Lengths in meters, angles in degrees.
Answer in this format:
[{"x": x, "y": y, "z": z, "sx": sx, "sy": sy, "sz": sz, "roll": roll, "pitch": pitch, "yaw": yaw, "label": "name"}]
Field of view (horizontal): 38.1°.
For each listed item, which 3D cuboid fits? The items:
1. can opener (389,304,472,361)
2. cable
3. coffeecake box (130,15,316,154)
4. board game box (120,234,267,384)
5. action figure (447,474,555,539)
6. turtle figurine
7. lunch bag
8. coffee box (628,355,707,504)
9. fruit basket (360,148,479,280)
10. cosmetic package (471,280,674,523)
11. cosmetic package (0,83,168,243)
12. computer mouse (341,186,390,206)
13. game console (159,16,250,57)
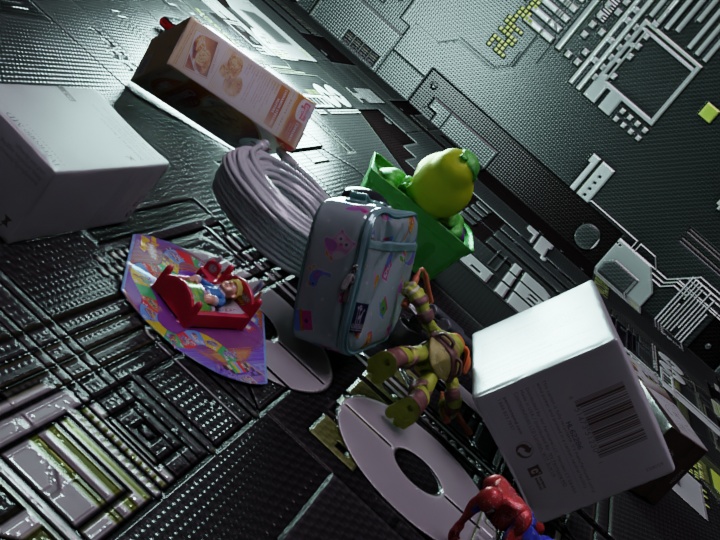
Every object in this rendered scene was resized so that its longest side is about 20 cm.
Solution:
[{"x": 0.088, "y": 0.075, "z": 1.320, "sx": 0.053, "sy": 0.066, "sz": 0.200, "roll": 51, "pitch": 11, "yaw": 30, "label": "can opener"}, {"x": -0.092, "y": -0.070, "z": 1.264, "sx": 0.200, "sy": 0.069, "sz": 0.200, "roll": 44, "pitch": 17, "yaw": 8, "label": "cable"}, {"x": -0.180, "y": -0.233, "z": 1.367, "sx": 0.199, "sy": 0.074, "sz": 0.153, "roll": 32, "pitch": -14, "yaw": -26, "label": "coffeecake box"}, {"x": -0.141, "y": 0.019, "z": 0.968, "sx": 0.157, "sy": 0.039, "sz": 0.201, "roll": 35, "pitch": 17, "yaw": -20, "label": "board game box"}, {"x": 0.123, "y": 0.248, "z": 0.944, "sx": 0.065, "sy": 0.099, "sz": 0.200, "roll": 47, "pitch": -5, "yaw": 36, "label": "action figure"}, {"x": 0.078, "y": 0.107, "z": 1.120, "sx": 0.161, "sy": 0.064, "sz": 0.203, "roll": -30, "pitch": 108, "yaw": -55, "label": "turtle figurine"}, {"x": 0.000, "y": 0.000, "z": 1.102, "sx": 0.076, "sy": 0.163, "sz": 0.200, "roll": 18, "pitch": 7, "yaw": 15, "label": "lunch bag"}, {"x": 0.405, "y": 0.227, "z": 1.526, "sx": 0.079, "sy": 0.113, "sz": 0.201, "roll": 32, "pitch": 17, "yaw": -23, "label": "coffee box"}, {"x": 0.102, "y": -0.113, "z": 1.580, "sx": 0.215, "sy": 0.216, "sz": 0.156, "roll": 37, "pitch": 16, "yaw": -8, "label": "fruit basket"}, {"x": 0.231, "y": 0.143, "z": 1.171, "sx": 0.169, "sy": 0.165, "sz": 0.200, "roll": 62, "pitch": 12, "yaw": -12, "label": "cosmetic package"}, {"x": -0.269, "y": -0.098, "z": 0.915, "sx": 0.113, "sy": 0.081, "sz": 0.200, "roll": 43, "pitch": 15, "yaw": 5, "label": "cosmetic package"}, {"x": 0.024, "y": -0.042, "z": 1.283, "sx": 0.200, "sy": 0.052, "sz": 0.140, "roll": 59, "pitch": 20, "yaw": -65, "label": "computer mouse"}, {"x": -0.243, "y": -0.370, "z": 1.798, "sx": 0.176, "sy": 0.031, "sz": 0.200, "roll": 38, "pitch": 15, "yaw": 7, "label": "game console"}]
